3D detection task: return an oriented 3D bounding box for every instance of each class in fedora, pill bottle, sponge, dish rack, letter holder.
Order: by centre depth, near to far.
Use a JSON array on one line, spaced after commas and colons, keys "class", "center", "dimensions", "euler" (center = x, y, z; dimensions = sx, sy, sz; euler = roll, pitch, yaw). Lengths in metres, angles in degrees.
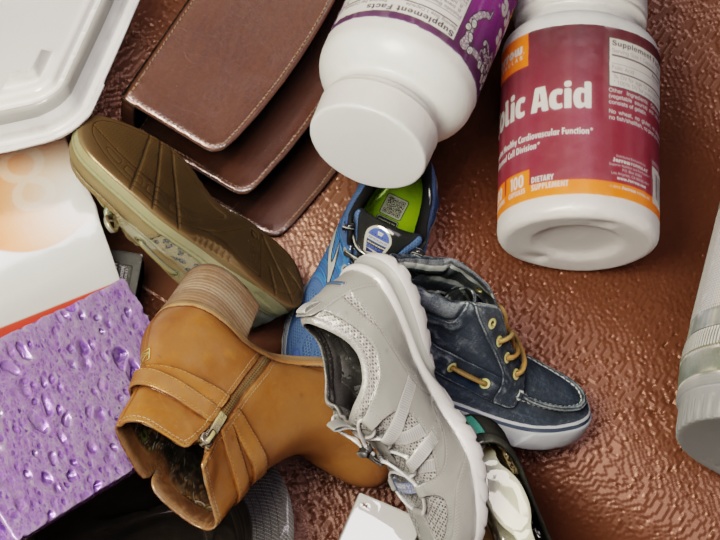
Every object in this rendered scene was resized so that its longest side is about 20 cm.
[{"class": "sponge", "center": [-0.181, 0.085, 1.311], "dimensions": [0.112, 0.030, 0.200], "euler": [57, 36, 3]}, {"class": "fedora", "center": [-0.142, 0.191, 1.399], "dimensions": [0.176, 0.090, 0.200], "euler": [33, 63, 6]}, {"class": "dish rack", "center": [-0.245, -0.152, 1.472], "dimensions": [0.171, 0.044, 0.200], "euler": [-10, 37, 21]}, {"class": "pill bottle", "center": [0.037, -0.157, 1.475], "dimensions": [0.112, 0.112, 0.201], "euler": [21, 58, 3]}, {"class": "pill bottle", "center": [0.154, -0.112, 1.524], "dimensions": [0.114, 0.114, 0.201], "euler": [4, 69, -3]}, {"class": "letter holder", "center": [-0.058, -0.145, 1.528], "dimensions": [0.142, 0.101, 0.200], "euler": [30, 70, 5]}]

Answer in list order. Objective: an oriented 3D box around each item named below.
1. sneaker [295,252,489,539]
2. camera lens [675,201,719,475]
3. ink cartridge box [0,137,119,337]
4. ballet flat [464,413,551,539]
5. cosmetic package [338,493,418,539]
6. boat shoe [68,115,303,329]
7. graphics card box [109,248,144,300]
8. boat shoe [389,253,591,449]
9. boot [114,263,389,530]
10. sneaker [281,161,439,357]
[{"class": "sneaker", "center": [0.014, 0.095, 1.349], "dimensions": [0.082, 0.075, 0.201], "euler": [-26, 97, -32]}, {"class": "camera lens", "center": [0.304, 0.036, 1.457], "dimensions": [0.159, 0.160, 0.201], "euler": [17, 69, 2]}, {"class": "ink cartridge box", "center": [-0.238, 0.015, 1.425], "dimensions": [0.162, 0.050, 0.201], "euler": [-22, 67, -14]}, {"class": "ballet flat", "center": [0.098, 0.190, 1.397], "dimensions": [0.068, 0.068, 0.201], "euler": [-24, 95, -12]}, {"class": "cosmetic package", "center": [-0.020, 0.251, 1.392], "dimensions": [0.050, 0.083, 0.201], "euler": [22, 70, 4]}, {"class": "boat shoe", "center": [-0.126, -0.024, 1.445], "dimensions": [0.200, 0.063, 0.073], "euler": [41, 32, -25]}, {"class": "graphics card box", "center": [-0.253, 0.037, 1.469], "dimensions": [0.199, 0.051, 0.126], "euler": [10, 69, -2]}, {"class": "boat shoe", "center": [0.084, 0.054, 1.433], "dimensions": [0.199, 0.091, 0.071], "euler": [16, 32, -26]}, {"class": "boot", "center": [-0.061, 0.104, 1.342], "dimensions": [0.200, 0.077, 0.156], "euler": [49, 34, -21]}, {"class": "sneaker", "center": [0.000, 0.000, 1.483], "dimensions": [0.078, 0.089, 0.201], "euler": [19, 72, 3]}]
